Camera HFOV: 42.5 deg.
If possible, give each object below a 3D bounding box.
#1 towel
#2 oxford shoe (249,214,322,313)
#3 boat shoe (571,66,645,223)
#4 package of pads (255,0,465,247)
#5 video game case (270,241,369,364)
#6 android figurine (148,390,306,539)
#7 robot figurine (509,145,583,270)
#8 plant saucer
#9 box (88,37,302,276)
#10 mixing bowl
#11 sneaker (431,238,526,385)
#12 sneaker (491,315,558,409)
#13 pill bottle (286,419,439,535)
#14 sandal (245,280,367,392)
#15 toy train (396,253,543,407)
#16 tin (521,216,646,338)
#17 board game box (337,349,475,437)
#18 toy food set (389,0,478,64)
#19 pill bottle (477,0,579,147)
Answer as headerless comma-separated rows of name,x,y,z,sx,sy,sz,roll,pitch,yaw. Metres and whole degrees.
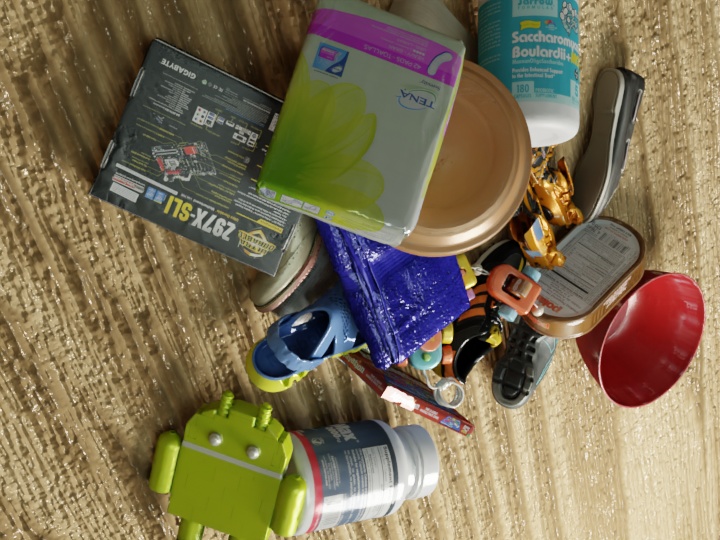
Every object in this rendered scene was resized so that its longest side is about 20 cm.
towel,0.043,-0.009,0.991,0.147,0.049,0.203,-33,118,-24
oxford shoe,-0.076,-0.053,0.998,0.073,0.070,0.202,31,82,-33
boat shoe,0.325,-0.158,1.194,0.056,0.067,0.204,1,107,-26
package of pads,0.003,-0.138,0.856,0.152,0.068,0.203,19,82,-7
video game case,0.000,0.000,1.092,0.181,0.023,0.201,38,88,-37
android figurine,-0.147,0.232,1.041,0.179,0.041,0.203,19,107,6
robot figurine,0.216,-0.102,1.132,0.146,0.057,0.201,-61,141,-27
plant saucer,0.073,-0.117,0.915,0.196,0.032,0.205,0,83,-3
box,-0.140,-0.109,0.901,0.197,0.049,0.162,23,100,-14
mixing bowl,0.376,0.078,1.303,0.197,0.108,0.204,-13,118,-26
sneaker,0.162,0.058,1.173,0.070,0.090,0.201,37,89,-37
sneaker,0.233,0.090,1.257,0.203,0.075,0.079,-65,157,0
pill bottle,-0.009,0.247,1.135,0.197,0.119,0.122,-3,113,-31
sandal,-0.035,0.060,1.017,0.199,0.080,0.087,-36,168,-17
toy train,0.129,0.056,1.099,0.149,0.056,0.201,37,81,-3
tin,0.288,0.005,1.203,0.199,0.111,0.042,-41,143,-22
board game box,0.054,0.143,1.115,0.020,0.103,0.199,-55,138,3
toy food set,0.087,-0.190,1.024,0.199,0.060,0.146,37,64,-34
pill bottle,0.180,-0.242,0.998,0.109,0.110,0.204,3,84,-32
